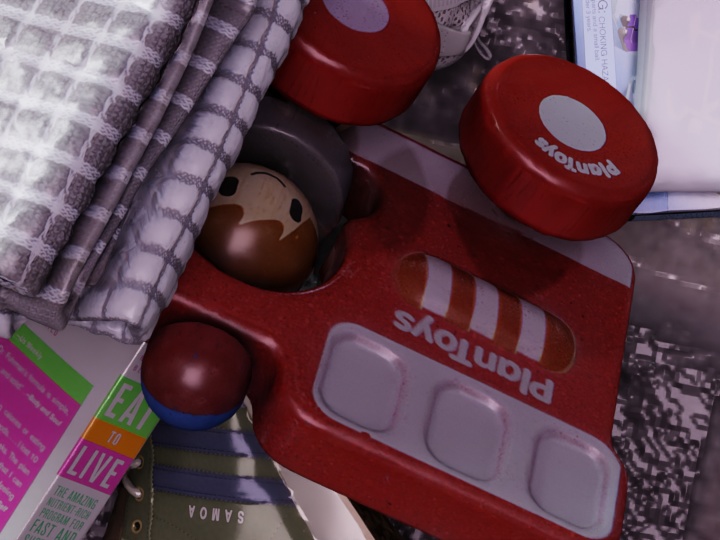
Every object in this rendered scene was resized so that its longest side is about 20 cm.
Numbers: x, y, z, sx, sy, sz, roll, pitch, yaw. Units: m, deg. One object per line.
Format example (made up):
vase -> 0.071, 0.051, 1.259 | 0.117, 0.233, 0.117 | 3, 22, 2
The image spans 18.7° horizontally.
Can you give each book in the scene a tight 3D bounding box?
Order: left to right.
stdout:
book -> -0.151, 0.079, 0.747 | 0.200, 0.048, 0.134 | -56, 45, 5

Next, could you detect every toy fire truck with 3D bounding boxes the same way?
toy fire truck -> 0.000, 0.000, 0.701 | 0.200, 0.168, 0.112 | 26, 131, -11

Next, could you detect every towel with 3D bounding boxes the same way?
towel -> -0.127, -0.077, 0.656 | 0.200, 0.086, 0.166 | 16, 69, 25

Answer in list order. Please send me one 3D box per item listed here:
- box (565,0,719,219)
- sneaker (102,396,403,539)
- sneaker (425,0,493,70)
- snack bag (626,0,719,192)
box -> 0.141, -0.121, 0.786 | 0.136, 0.038, 0.200 | -4, 87, 2
sneaker -> -0.061, 0.067, 0.778 | 0.090, 0.067, 0.200 | -34, 83, 6
sneaker -> 0.027, -0.114, 0.775 | 0.082, 0.075, 0.200 | 43, 115, -10
snack bag -> 0.188, -0.116, 0.732 | 0.200, 0.021, 0.189 | 3, 91, 9
